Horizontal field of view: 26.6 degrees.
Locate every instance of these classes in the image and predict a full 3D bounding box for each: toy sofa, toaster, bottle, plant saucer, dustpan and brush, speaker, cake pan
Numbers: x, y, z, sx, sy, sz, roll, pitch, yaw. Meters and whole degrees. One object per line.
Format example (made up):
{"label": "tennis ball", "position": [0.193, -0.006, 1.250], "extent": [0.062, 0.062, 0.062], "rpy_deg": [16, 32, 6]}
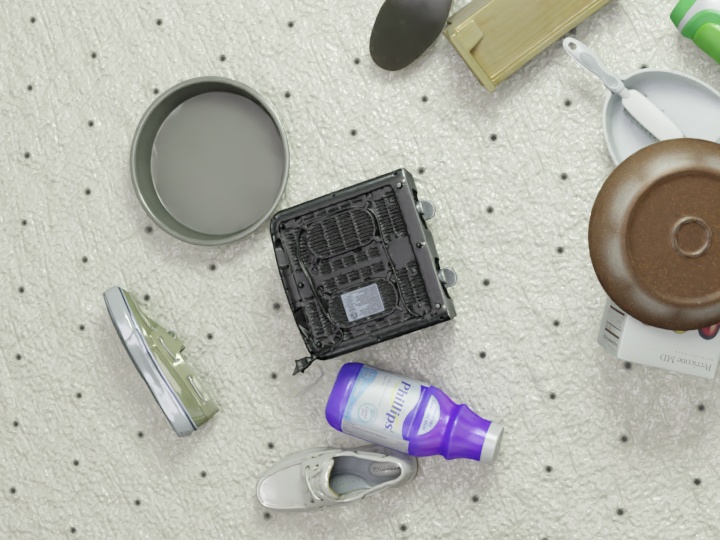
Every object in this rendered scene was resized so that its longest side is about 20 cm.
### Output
{"label": "toy sofa", "position": [0.194, -0.295, 1.702], "extent": [0.200, 0.098, 0.083], "rpy_deg": [-36, 106, 11]}
{"label": "toaster", "position": [0.000, 0.000, 1.726], "extent": [0.199, 0.119, 0.181], "rpy_deg": [-19, 86, 13]}
{"label": "bottle", "position": [0.063, 0.169, 1.737], "extent": [0.199, 0.065, 0.084], "rpy_deg": [18, 72, 13]}
{"label": "plant saucer", "position": [0.335, -0.035, 1.556], "extent": [0.200, 0.037, 0.201], "rpy_deg": [0, 96, -3]}
{"label": "dustpan and brush", "position": [0.301, -0.186, 1.679], "extent": [0.200, 0.057, 0.140], "rpy_deg": [44, 100, 9]}
{"label": "speaker", "position": [0.431, -0.236, 1.631], "extent": [0.200, 0.088, 0.088], "rpy_deg": [42, 100, 9]}
{"label": "cake pan", "position": [-0.175, -0.129, 1.807], "extent": [0.200, 0.037, 0.201], "rpy_deg": [0, 91, 13]}

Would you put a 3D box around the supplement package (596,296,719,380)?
{"label": "supplement package", "position": [0.339, 0.002, 1.633], "extent": [0.113, 0.110, 0.201], "rpy_deg": [12, 96, -4]}

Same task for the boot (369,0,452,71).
{"label": "boot", "position": [0.076, -0.319, 1.735], "extent": [0.073, 0.075, 0.200], "rpy_deg": [29, 112, -2]}

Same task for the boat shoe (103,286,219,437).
{"label": "boat shoe", "position": [-0.240, 0.102, 1.820], "extent": [0.062, 0.072, 0.200], "rpy_deg": [-30, 87, -12]}

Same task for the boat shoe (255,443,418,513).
{"label": "boat shoe", "position": [-0.035, 0.240, 1.763], "extent": [0.199, 0.069, 0.071], "rpy_deg": [-16, 88, 14]}
